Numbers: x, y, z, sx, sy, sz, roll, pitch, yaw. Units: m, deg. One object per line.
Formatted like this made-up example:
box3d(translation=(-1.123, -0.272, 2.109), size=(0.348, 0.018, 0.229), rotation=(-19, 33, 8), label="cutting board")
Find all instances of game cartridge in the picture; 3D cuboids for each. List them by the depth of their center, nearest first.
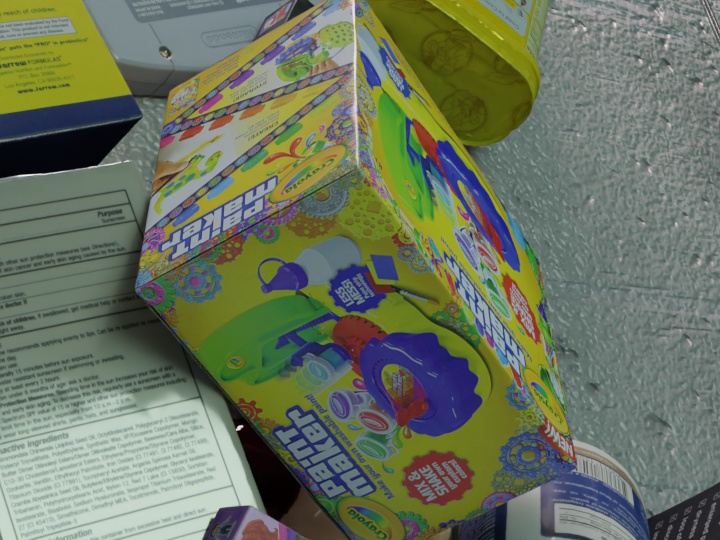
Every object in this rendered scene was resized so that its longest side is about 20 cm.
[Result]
box3d(translation=(-0.114, -0.178, 1.059), size=(0.200, 0.040, 0.133), rotation=(-18, 70, -47), label="game cartridge")

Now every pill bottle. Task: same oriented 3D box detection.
box3d(translation=(0.104, 0.178, 0.880), size=(0.111, 0.111, 0.200), rotation=(43, 18, -8), label="pill bottle")

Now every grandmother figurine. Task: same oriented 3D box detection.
box3d(translation=(-0.043, 0.123, 0.888), size=(0.200, 0.061, 0.121), rotation=(33, 17, -14), label="grandmother figurine")

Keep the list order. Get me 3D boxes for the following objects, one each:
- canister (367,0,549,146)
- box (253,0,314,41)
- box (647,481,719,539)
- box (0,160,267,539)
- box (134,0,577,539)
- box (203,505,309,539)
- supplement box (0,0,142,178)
box3d(translation=(0.072, -0.205, 1.203), size=(0.149, 0.087, 0.200), rotation=(35, 42, -17), label="canister")
box3d(translation=(-0.030, -0.058, 1.013), size=(0.137, 0.038, 0.200), rotation=(41, 47, -23), label="box")
box3d(translation=(0.212, 0.224, 0.925), size=(0.124, 0.197, 0.200), rotation=(43, 42, -8), label="box")
box3d(translation=(-0.146, 0.066, 0.777), size=(0.128, 0.109, 0.200), rotation=(-11, 68, -28), label="box")
box3d(translation=(0.000, 0.000, 0.826), size=(0.200, 0.122, 0.193), rotation=(53, 19, -29), label="box")
box3d(translation=(-0.042, 0.219, 0.691), size=(0.137, 0.039, 0.200), rotation=(33, 68, -18), label="box")
box3d(translation=(-0.225, -0.128, 0.869), size=(0.110, 0.109, 0.200), rotation=(-16, 72, -46), label="supplement box")
